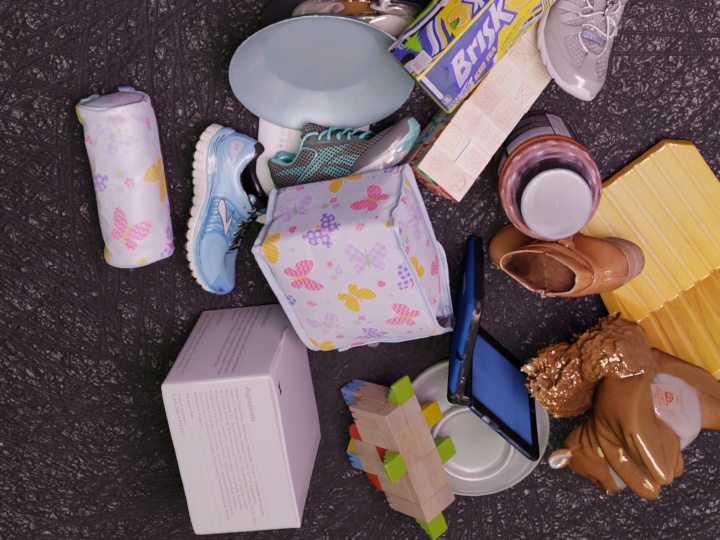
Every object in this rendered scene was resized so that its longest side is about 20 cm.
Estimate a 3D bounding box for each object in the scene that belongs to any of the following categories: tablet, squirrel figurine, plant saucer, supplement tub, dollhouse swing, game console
[{"bbox_3d":[-0.056,-0.144,1.157,0.128,0.014,0.203,7,112,2],"label":"tablet"},{"bbox_3d":[0.273,0.153,1.092,0.201,0.141,0.187,51,149,8],"label":"squirrel figurine"},{"bbox_3d":[-0.040,-0.217,1.057,0.197,0.039,0.202,-1,155,0],"label":"plant saucer"},{"bbox_3d":[0.195,-0.097,1.051,0.105,0.200,0.109,1,111,4],"label":"supplement tub"},{"bbox_3d":[0.353,-0.007,1.099,0.199,0.183,0.176,-36,125,18],"label":"dollhouse swing"},{"bbox_3d":[0.142,0.208,1.258,0.196,0.050,0.204,2,112,4],"label":"plant saucer"},{"bbox_3d":[0.160,0.081,1.124,0.116,0.201,0.173,11,115,1],"label":"game console"}]

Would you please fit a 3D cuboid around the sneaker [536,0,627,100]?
[{"bbox_3d":[0.228,-0.265,0.985,0.074,0.203,0.082,18,157,-22],"label":"sneaker"}]

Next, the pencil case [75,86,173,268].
[{"bbox_3d":[-0.272,-0.105,1.155,0.089,0.083,0.203,-2,111,12],"label":"pencil case"}]

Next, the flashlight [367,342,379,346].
[{"bbox_3d":[0.022,-0.014,1.177,0.067,0.067,0.203,24,112,35],"label":"flashlight"}]

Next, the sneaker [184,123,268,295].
[{"bbox_3d":[-0.149,-0.063,1.158,0.088,0.079,0.203,10,113,8],"label":"sneaker"}]

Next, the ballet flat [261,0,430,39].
[{"bbox_3d":[-0.014,-0.268,1.075,0.196,0.073,0.074,3,112,4],"label":"ballet flat"}]

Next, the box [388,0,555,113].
[{"bbox_3d":[0.125,-0.258,0.982,0.200,0.065,0.070,-46,139,10],"label":"box"}]

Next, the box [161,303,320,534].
[{"bbox_3d":[-0.133,0.170,1.187,0.128,0.199,0.203,-6,111,8],"label":"box"}]

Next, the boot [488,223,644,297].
[{"bbox_3d":[0.191,-0.014,1.079,0.198,0.153,0.075,4,101,41],"label":"boot"}]

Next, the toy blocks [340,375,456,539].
[{"bbox_3d":[0.034,0.220,1.236,0.099,0.136,0.203,-32,111,-30],"label":"toy blocks"}]

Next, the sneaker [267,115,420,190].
[{"bbox_3d":[-0.026,-0.128,1.103,0.198,0.078,0.092,-28,96,28],"label":"sneaker"}]

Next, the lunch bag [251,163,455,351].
[{"bbox_3d":[0.000,0.000,1.079,0.167,0.128,0.202,-9,130,21],"label":"lunch bag"}]

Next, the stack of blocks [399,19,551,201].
[{"bbox_3d":[0.132,-0.175,1.072,0.058,0.115,0.201,37,92,-11],"label":"stack of blocks"}]
